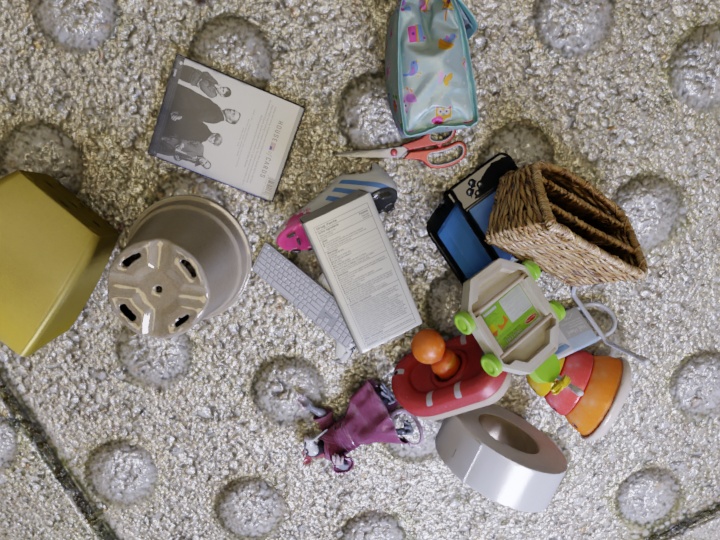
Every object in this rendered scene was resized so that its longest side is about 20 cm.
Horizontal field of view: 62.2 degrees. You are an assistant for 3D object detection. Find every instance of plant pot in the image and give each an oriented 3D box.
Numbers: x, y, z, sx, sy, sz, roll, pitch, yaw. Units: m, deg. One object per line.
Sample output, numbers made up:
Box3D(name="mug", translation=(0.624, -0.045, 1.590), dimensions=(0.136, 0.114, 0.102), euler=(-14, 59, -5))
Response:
Box3D(name="plant pot", translation=(-0.463, -0.028, 0.842), dimensions=(0.200, 0.200, 0.177), euler=(41, 88, -12))
Box3D(name="plant pot", translation=(-0.267, 0.005, 0.857), dimensions=(0.197, 0.184, 0.204), euler=(-1, 105, -3))

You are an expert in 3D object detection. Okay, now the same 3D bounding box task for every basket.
Box3D(name="basket", translation=(0.307, -0.077, 0.858), dimensions=(0.198, 0.149, 0.145), euler=(24, 76, -20))

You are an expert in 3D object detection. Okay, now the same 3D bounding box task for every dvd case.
Box3D(name="dvd case", translation=(-0.199, -0.208, 0.889), dimensions=(0.198, 0.025, 0.152), euler=(21, 102, -8))

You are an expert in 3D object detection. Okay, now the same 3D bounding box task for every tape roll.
Box3D(name="tape roll", translation=(0.219, 0.285, 0.943), dimensions=(0.200, 0.203, 0.072), euler=(22, 103, -8))

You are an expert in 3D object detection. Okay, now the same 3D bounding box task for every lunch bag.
Box3D(name="lunch bag", translation=(0.090, -0.288, 0.807), dimensions=(0.120, 0.170, 0.203), euler=(-8, 100, 3))

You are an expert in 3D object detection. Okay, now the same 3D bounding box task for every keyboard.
Box3D(name="keyboard", translation=(-0.084, 0.038, 0.923), dimensions=(0.199, 0.011, 0.057), euler=(39, 112, 11))

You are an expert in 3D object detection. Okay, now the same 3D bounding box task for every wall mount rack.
Box3D(name="wall mount rack", translation=(0.330, 0.108, 0.917), dimensions=(0.198, 0.175, 0.075), euler=(-22, 146, -9))

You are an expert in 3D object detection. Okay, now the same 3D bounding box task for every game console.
Box3D(name="game console", translation=(0.212, -0.046, 0.903), dimensions=(0.175, 0.117, 0.201), euler=(-35, 104, 6))

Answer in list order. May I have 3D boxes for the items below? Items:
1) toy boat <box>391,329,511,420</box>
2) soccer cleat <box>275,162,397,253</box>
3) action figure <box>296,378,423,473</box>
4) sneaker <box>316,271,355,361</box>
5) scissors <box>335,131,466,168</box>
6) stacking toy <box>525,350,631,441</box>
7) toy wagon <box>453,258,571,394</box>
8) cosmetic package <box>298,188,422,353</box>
Box3D(name="toy boat", translation=(0.125, 0.140, 0.913), dimensions=(0.199, 0.131, 0.131), euler=(-28, 119, 34))
Box3D(name="soccer cleat", translation=(-0.041, -0.096, 0.901), dimensions=(0.198, 0.087, 0.070), euler=(-24, 147, -2))
Box3D(name="action figure", translation=(-0.018, 0.264, 0.998), dimensions=(0.199, 0.135, 0.149), euler=(-33, 147, 18))
Box3D(name="sneaker", translation=(-0.030, 0.042, 0.943), dimensions=(0.080, 0.075, 0.203), euler=(7, 102, 10))
Box3D(name="scissors", translation=(0.064, -0.176, 0.915), dimensions=(0.197, 0.014, 0.074), euler=(-18, 105, 0))
Box3D(name="stacking toy", translation=(0.322, 0.171, 0.978), dimensions=(0.198, 0.146, 0.148), euler=(27, 102, 11))
Box3D(name="toy wagon", translation=(0.225, 0.086, 0.848), dimensions=(0.154, 0.040, 0.201), euler=(-32, 90, -25))
Box3D(name="cosmetic package", translation=(0.000, 0.000, 0.838), dimensions=(0.102, 0.073, 0.202), euler=(-24, 104, -6))
